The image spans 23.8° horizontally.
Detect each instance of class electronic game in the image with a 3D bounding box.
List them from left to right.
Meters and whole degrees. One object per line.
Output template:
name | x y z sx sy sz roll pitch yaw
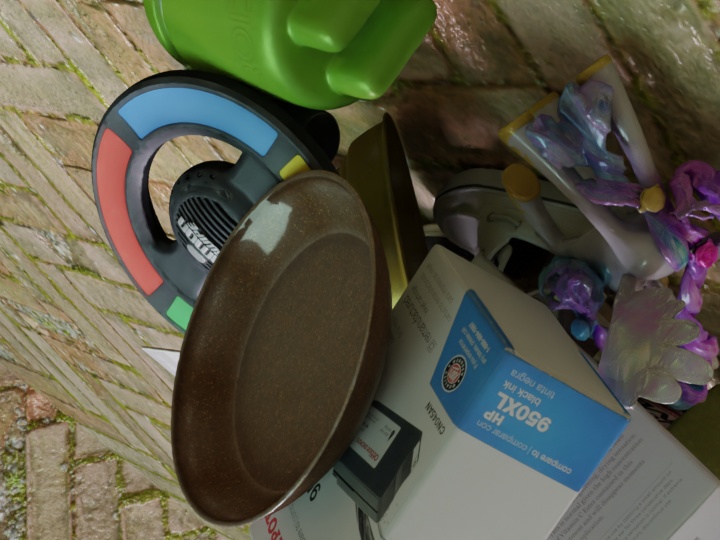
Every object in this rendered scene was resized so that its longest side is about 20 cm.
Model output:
electronic game | -0.083 -0.028 1.038 0.199 0.042 0.202 19 130 25

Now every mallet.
mallet | -0.055 -0.013 1.096 0.066 0.041 0.202 25 117 40

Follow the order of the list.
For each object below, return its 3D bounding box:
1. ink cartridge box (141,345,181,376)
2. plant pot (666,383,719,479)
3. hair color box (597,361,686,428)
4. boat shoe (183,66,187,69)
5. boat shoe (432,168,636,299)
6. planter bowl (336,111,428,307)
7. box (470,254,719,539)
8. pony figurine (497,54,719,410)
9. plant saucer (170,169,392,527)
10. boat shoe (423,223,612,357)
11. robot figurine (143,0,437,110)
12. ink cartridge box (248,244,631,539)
ink cartridge box | -0.056 0.077 1.321 0.174 0.045 0.200 9 165 13
plant pot | 0.271 0.172 1.088 0.184 0.200 0.201 44 165 24
hair color box | 0.159 0.119 1.181 0.099 0.061 0.199 30 -163 25
boat shoe | -0.095 -0.141 1.218 0.073 0.068 0.199 40 162 -2
boat shoe | 0.105 -0.016 1.120 0.199 0.070 0.071 14 149 52
planter bowl | 0.000 0.000 1.153 0.083 0.202 0.201 -11 147 7
box | 0.122 0.103 1.014 0.200 0.098 0.124 46 -176 28
pony figurine | 0.160 -0.014 0.931 0.201 0.166 0.193 56 168 -1
plant saucer | -0.039 0.045 0.938 0.036 0.202 0.200 20 173 -30
boat shoe | 0.096 0.022 1.231 0.199 0.065 0.072 24 160 43
robot figurine | -0.050 -0.162 1.005 0.199 0.116 0.175 21 163 45
ink cartridge box | 0.034 0.110 0.898 0.084 0.201 0.145 28 -167 -22
